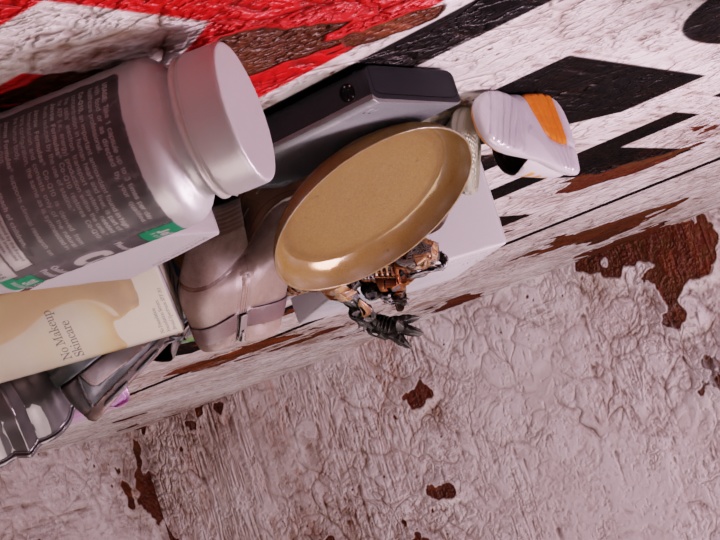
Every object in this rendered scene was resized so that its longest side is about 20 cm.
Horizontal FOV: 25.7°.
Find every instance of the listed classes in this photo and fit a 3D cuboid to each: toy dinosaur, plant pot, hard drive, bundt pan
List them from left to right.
[{"bbox_3d":[-0.364,0.090,1.521,0.200,0.203,0.076,-17,140,-8],"label":"bundt pan"},{"bbox_3d":[-0.033,-0.117,1.321,0.199,0.033,0.139,-22,172,33],"label":"hard drive"},{"bbox_3d":[0.000,0.000,1.526,0.199,0.103,0.135,15,169,40],"label":"toy dinosaur"},{"bbox_3d":[0.007,-0.059,1.357,0.199,0.028,0.201,-28,153,-15],"label":"plant pot"}]

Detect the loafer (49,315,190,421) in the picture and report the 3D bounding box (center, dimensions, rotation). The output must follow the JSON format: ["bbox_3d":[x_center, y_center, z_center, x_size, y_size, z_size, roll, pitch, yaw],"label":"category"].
[{"bbox_3d":[-0.211,0.076,1.518,0.199,0.063,0.072,-36,-177,-41],"label":"loafer"}]

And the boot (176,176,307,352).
[{"bbox_3d":[-0.085,-0.012,1.464,0.198,0.148,0.070,-18,-151,-32],"label":"boot"}]

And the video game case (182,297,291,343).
[{"bbox_3d":[-0.185,0.055,1.693,0.198,0.022,0.182,-12,170,-29],"label":"video game case"}]

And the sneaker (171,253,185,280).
[{"bbox_3d":[-0.173,-0.032,1.538,0.088,0.076,0.200,-31,-178,-21],"label":"sneaker"}]

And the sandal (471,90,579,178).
[{"bbox_3d":[0.146,-0.131,1.527,0.059,0.080,0.206,-20,164,31],"label":"sandal"}]

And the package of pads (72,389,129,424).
[{"bbox_3d":[-0.408,0.149,2.057,0.198,0.122,0.076,-20,173,22],"label":"package of pads"}]

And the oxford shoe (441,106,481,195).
[{"bbox_3d":[0.089,-0.112,1.548,0.057,0.076,0.200,6,174,5],"label":"oxford shoe"}]

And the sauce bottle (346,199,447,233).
[{"bbox_3d":[0.022,-0.069,1.465,0.064,0.065,0.200,-20,168,21],"label":"sauce bottle"}]

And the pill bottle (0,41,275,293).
[{"bbox_3d":[-0.163,-0.069,1.020,0.198,0.114,0.113,-19,173,12],"label":"pill bottle"}]

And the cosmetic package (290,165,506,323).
[{"bbox_3d":[0.025,-0.038,1.725,0.197,0.124,0.200,-16,174,-16],"label":"cosmetic package"}]

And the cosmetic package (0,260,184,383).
[{"bbox_3d":[-0.268,0.025,1.428,0.198,0.071,0.106,-17,129,3],"label":"cosmetic package"}]

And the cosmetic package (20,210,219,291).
[{"bbox_3d":[-0.217,-0.041,1.238,0.112,0.082,0.199,-24,170,31],"label":"cosmetic package"}]
